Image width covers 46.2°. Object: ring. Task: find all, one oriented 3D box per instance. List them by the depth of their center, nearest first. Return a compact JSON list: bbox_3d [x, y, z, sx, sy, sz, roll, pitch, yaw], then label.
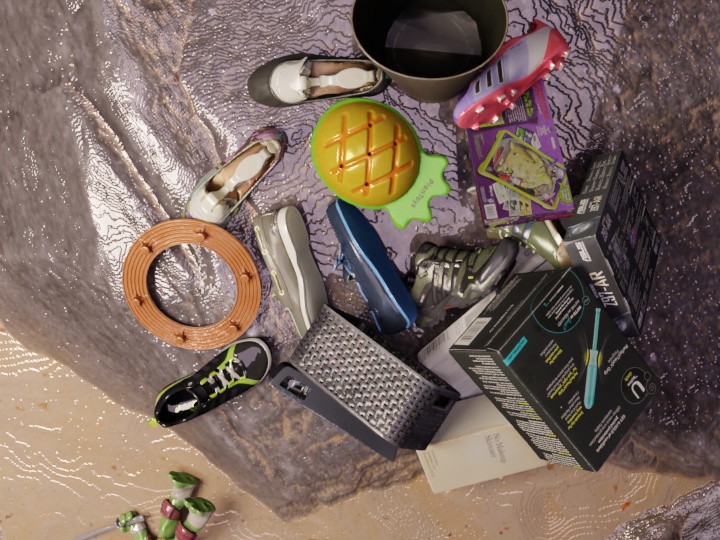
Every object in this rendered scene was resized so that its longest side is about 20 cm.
[{"bbox_3d":[-0.237,0.025,1.177,0.198,0.019,0.203,1,116,3],"label":"ring"}]

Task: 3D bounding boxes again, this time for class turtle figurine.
[{"bbox_3d":[-0.308,0.393,1.211,0.198,0.144,0.195,28,96,-9],"label":"turtle figurine"}]

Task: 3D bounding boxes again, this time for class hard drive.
[{"bbox_3d":[-0.038,0.193,1.182,0.199,0.135,0.043,33,83,-6],"label":"hard drive"}]

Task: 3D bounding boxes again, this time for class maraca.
[{"bbox_3d":[0.027,-0.143,1.126,0.199,0.107,0.138,34,98,-7],"label":"maraca"}]

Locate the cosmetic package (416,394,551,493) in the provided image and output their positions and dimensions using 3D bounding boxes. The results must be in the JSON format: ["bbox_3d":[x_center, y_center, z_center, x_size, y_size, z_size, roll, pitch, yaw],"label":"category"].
[{"bbox_3d":[0.182,0.236,1.195,0.198,0.073,0.104,-17,125,10],"label":"cosmetic package"}]

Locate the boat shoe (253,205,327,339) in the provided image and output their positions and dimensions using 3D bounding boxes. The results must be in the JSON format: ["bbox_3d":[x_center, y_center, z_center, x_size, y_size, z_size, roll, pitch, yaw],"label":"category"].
[{"bbox_3d":[-0.095,0.010,1.176,0.060,0.072,0.204,-7,110,22],"label":"boat shoe"}]

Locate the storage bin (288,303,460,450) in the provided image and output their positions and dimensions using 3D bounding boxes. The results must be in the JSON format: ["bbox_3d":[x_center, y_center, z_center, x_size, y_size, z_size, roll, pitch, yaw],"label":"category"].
[{"bbox_3d":[0.019,0.143,1.127,0.199,0.135,0.094,36,93,27],"label":"storage bin"}]

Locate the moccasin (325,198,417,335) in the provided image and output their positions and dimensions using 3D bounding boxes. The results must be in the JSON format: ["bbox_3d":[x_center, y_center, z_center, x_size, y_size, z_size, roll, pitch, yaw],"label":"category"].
[{"bbox_3d":[0.000,0.000,1.158,0.068,0.080,0.202,-32,81,29],"label":"moccasin"}]

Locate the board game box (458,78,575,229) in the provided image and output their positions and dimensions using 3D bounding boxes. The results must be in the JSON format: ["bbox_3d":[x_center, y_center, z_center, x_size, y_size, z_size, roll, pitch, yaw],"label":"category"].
[{"bbox_3d":[0.202,-0.157,1.111,0.118,0.032,0.202,-9,67,4],"label":"board game box"}]

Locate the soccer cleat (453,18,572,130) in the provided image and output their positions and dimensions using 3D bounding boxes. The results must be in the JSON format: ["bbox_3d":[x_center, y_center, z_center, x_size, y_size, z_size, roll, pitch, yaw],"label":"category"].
[{"bbox_3d":[0.188,-0.256,1.105,0.199,0.067,0.077,-36,71,-15],"label":"soccer cleat"}]

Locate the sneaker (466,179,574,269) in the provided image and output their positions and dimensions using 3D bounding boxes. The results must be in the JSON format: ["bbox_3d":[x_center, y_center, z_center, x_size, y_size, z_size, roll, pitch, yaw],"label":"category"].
[{"bbox_3d":[0.215,-0.062,1.137,0.090,0.067,0.202,-36,67,21],"label":"sneaker"}]

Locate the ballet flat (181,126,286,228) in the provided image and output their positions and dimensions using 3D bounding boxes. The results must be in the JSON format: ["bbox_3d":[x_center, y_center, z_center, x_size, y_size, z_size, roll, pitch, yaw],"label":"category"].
[{"bbox_3d":[-0.178,-0.116,1.148,0.069,0.071,0.200,44,98,-9],"label":"ballet flat"}]

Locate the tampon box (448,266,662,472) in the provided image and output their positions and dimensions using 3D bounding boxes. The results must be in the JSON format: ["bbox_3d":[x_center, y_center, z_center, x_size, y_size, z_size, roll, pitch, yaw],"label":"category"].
[{"bbox_3d":[0.243,0.121,1.056,0.150,0.126,0.200,-45,103,-18],"label":"tampon box"}]

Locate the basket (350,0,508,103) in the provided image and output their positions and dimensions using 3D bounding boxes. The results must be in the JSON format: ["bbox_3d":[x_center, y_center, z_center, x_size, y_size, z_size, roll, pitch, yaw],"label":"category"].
[{"bbox_3d":[0.086,-0.282,1.043,0.178,0.200,0.138,7,91,6],"label":"basket"}]

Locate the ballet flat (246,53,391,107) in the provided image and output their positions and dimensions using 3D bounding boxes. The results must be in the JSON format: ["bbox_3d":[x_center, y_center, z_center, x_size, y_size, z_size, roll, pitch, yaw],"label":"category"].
[{"bbox_3d":[-0.057,-0.258,1.122,0.197,0.068,0.069,-7,102,1],"label":"ballet flat"}]

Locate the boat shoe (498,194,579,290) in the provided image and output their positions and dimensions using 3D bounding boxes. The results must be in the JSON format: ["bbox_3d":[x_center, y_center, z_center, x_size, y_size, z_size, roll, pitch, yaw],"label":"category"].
[{"bbox_3d":[0.249,-0.023,1.179,0.200,0.071,0.070,-46,70,13],"label":"boat shoe"}]

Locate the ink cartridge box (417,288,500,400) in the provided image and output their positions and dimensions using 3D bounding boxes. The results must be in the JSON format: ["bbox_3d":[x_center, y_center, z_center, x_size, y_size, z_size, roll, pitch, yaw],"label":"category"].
[{"bbox_3d":[0.206,0.133,1.196,0.199,0.050,0.161,33,121,-25],"label":"ink cartridge box"}]

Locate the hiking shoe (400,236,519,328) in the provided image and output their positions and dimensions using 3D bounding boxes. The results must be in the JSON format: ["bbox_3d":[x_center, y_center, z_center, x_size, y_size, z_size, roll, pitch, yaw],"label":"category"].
[{"bbox_3d":[0.122,0.000,1.142,0.199,0.076,0.101,-37,94,35],"label":"hiking shoe"}]

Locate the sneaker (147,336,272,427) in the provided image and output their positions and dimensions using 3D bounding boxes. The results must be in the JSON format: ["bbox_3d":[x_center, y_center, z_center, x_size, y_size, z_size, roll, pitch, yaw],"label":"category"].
[{"bbox_3d":[-0.211,0.170,1.197,0.199,0.083,0.072,-33,100,6],"label":"sneaker"}]

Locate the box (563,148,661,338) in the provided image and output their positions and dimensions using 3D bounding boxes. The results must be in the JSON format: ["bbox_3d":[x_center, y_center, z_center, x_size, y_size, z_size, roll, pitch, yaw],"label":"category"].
[{"bbox_3d":[0.332,-0.036,1.093,0.043,0.201,0.161,-13,122,36],"label":"box"}]
